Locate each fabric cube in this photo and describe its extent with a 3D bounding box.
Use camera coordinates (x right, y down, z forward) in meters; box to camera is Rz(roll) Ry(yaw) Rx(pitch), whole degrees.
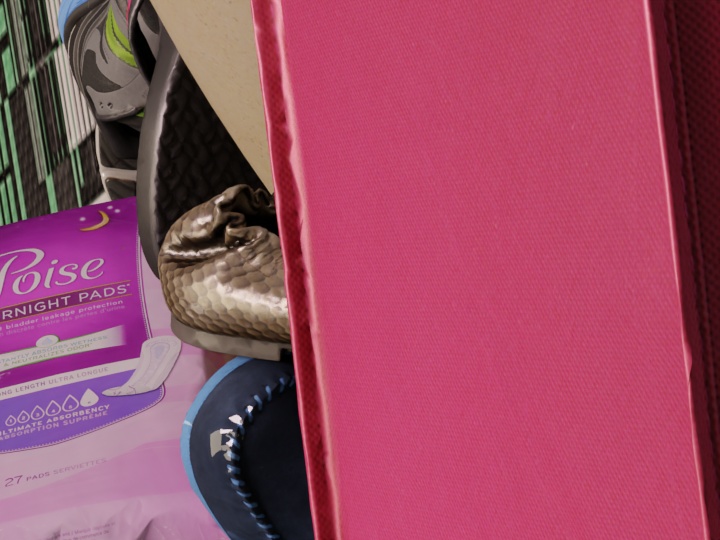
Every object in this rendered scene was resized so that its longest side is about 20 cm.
[{"bbox_3d":[0.107,-0.001,0.581,0.200,0.199,0.197,-179,81,-70],"label":"fabric cube"}]

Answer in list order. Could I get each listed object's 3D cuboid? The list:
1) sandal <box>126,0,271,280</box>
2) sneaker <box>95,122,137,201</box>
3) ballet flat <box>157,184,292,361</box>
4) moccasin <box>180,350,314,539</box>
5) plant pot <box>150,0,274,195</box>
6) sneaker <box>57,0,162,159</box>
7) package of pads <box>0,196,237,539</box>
[{"bbox_3d":[-0.044,-0.092,0.975,0.045,0.075,0.200,5,92,49],"label":"sandal"},{"bbox_3d":[-0.073,-0.118,1.236,0.085,0.077,0.200,-148,64,-72],"label":"sneaker"},{"bbox_3d":[0.031,0.004,0.851,0.200,0.067,0.046,7,113,27],"label":"ballet flat"},{"bbox_3d":[0.031,0.090,0.909,0.081,0.200,0.068,-55,34,-4],"label":"moccasin"},{"bbox_3d":[0.007,-0.109,0.890,0.187,0.187,0.200,-126,21,-53],"label":"plant pot"},{"bbox_3d":[-0.064,-0.093,1.089,0.200,0.071,0.083,134,123,-68],"label":"sneaker"},{"bbox_3d":[-0.096,0.058,1.000,0.200,0.120,0.076,-102,1,-56],"label":"package of pads"}]
